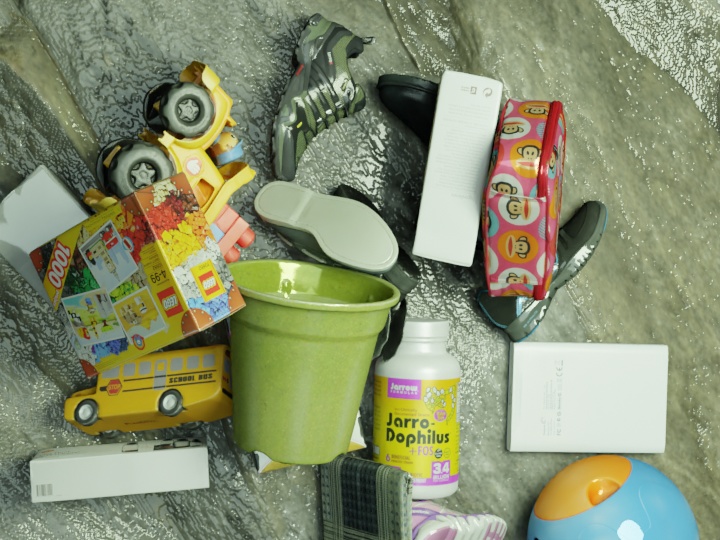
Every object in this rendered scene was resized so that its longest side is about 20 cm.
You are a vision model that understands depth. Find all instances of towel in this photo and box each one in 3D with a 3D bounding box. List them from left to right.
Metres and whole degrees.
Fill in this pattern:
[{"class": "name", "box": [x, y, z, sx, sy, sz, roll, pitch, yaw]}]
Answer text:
[{"class": "towel", "box": [0.012, 0.317, 1.349, 0.034, 0.192, 0.204, -1, 89, -31]}]

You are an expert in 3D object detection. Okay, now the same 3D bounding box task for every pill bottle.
[{"class": "pill bottle", "box": [0.066, 0.160, 1.393, 0.102, 0.104, 0.204, 0, 91, -8]}]

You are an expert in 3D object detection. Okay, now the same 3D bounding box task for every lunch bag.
[{"class": "lunch bag", "box": [0.184, -0.086, 1.324, 0.080, 0.177, 0.203, 5, 128, 11]}]

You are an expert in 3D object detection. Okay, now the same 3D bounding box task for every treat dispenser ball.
[{"class": "treat dispenser ball", "box": [0.293, 0.318, 1.379, 0.197, 0.201, 0.205, 0, 91, -8]}]

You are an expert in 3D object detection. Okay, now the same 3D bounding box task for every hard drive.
[{"class": "hard drive", "box": [0.280, 0.156, 1.462, 0.196, 0.025, 0.135, 2, 91, -8]}]

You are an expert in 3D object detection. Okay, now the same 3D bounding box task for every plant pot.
[{"class": "plant pot", "box": [-0.065, 0.101, 1.282, 0.197, 0.200, 0.188, 5, 101, -8]}]

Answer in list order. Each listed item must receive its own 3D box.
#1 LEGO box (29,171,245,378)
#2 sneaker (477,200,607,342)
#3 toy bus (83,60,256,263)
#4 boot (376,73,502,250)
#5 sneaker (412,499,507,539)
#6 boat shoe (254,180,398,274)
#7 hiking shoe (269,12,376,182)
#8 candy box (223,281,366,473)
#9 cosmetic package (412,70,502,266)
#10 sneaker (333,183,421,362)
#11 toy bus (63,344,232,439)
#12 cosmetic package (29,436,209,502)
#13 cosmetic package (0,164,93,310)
[{"class": "LEGO box", "box": [-0.233, 0.008, 1.219, 0.077, 0.198, 0.151, -29, 95, -49]}, {"class": "sneaker", "box": [0.222, -0.013, 1.428, 0.082, 0.073, 0.201, 38, 82, 2]}, {"class": "toy bus", "box": [-0.188, -0.107, 1.347, 0.191, 0.135, 0.201, 39, 83, -20]}, {"class": "boot", "box": [0.092, -0.125, 1.404, 0.197, 0.076, 0.171, 19, 85, -14]}, {"class": "sneaker", "box": [0.097, 0.304, 1.385, 0.199, 0.088, 0.081, 19, 98, -52]}, {"class": "boat shoe", "box": [-0.033, -0.042, 1.349, 0.198, 0.062, 0.073, 25, 69, 30]}, {"class": "hiking shoe", "box": [-0.045, -0.194, 1.384, 0.099, 0.076, 0.203, 17, 88, -5]}, {"class": "candy box", "box": [-0.079, 0.122, 1.393, 0.134, 0.061, 0.204, -13, 93, -8]}, {"class": "cosmetic package", "box": [0.107, -0.113, 1.319, 0.073, 0.102, 0.204, 11, 95, 3]}, {"class": "sneaker", "box": [0.002, 0.000, 1.379, 0.105, 0.060, 0.201, -50, 56, 23]}, {"class": "toy bus", "box": [-0.234, 0.138, 1.341, 0.197, 0.065, 0.080, -8, 65, 17]}, {"class": "cosmetic package", "box": [-0.273, 0.226, 1.358, 0.196, 0.083, 0.052, -3, 89, -8]}, {"class": "cosmetic package", "box": [-0.326, -0.012, 1.345, 0.107, 0.090, 0.200, -42, 93, -5]}]
